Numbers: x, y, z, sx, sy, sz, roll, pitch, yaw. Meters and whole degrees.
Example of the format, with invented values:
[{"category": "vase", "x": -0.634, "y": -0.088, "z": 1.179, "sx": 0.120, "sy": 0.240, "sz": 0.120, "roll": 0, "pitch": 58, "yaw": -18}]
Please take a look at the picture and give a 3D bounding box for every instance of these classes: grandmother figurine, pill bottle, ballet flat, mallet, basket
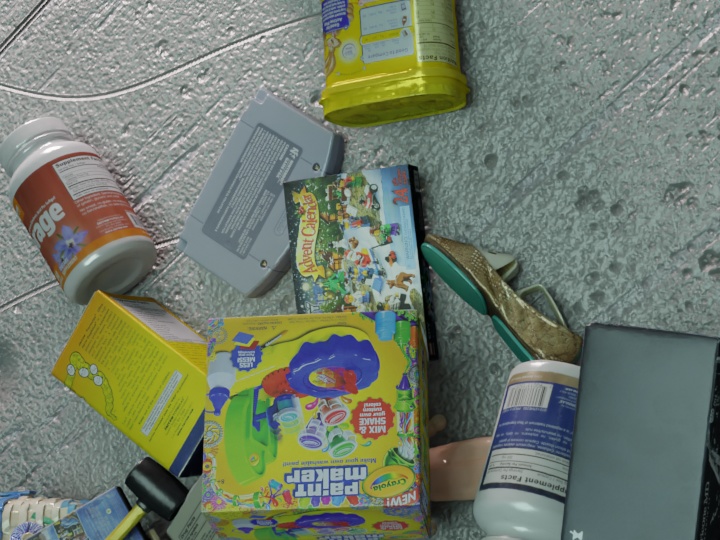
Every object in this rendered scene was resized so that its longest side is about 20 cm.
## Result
[{"category": "grandmother figurine", "x": 0.066, "y": 0.206, "z": 1.626, "sx": 0.200, "sy": 0.061, "sz": 0.121, "roll": -8, "pitch": 54, "yaw": 29}, {"category": "pill bottle", "x": -0.319, "y": -0.069, "z": 1.814, "sx": 0.112, "sy": 0.112, "sz": 0.200, "roll": -42, "pitch": 68, "yaw": 17}, {"category": "ballet flat", "x": 0.143, "y": 0.026, "z": 1.608, "sx": 0.065, "sy": 0.071, "sz": 0.200, "roll": -38, "pitch": 70, "yaw": -11}, {"category": "mallet", "x": -0.264, "y": 0.275, "z": 1.666, "sx": 0.200, "sy": 0.041, "sz": 0.066, "roll": -42, "pitch": 78, "yaw": -6}, {"category": "basket", "x": -0.373, "y": 0.321, "z": 1.786, "sx": 0.200, "sy": 0.139, "sz": 0.176, "roll": -12, "pitch": 79, "yaw": 16}, {"category": "pill bottle", "x": 0.167, "y": 0.193, "z": 1.505, "sx": 0.111, "sy": 0.111, "sz": 0.200, "roll": 5, "pitch": 63, "yaw": 27}]

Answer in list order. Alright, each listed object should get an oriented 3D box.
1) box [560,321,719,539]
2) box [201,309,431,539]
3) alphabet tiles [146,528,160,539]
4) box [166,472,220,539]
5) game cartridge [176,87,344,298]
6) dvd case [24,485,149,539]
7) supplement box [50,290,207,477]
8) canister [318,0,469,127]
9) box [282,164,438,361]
[{"category": "box", "x": 0.271, "y": 0.154, "z": 1.446, "sx": 0.124, "sy": 0.197, "sz": 0.200, "roll": 6, "pitch": 88, "yaw": 27}, {"category": "box", "x": -0.038, "y": 0.150, "z": 1.544, "sx": 0.200, "sy": 0.122, "sz": 0.193, "roll": -3, "pitch": 65, "yaw": 6}, {"category": "alphabet tiles", "x": -0.179, "y": 0.371, "z": 1.699, "sx": 0.200, "sy": 0.008, "sz": 0.167, "roll": 57, "pitch": 148, "yaw": 20}, {"category": "box", "x": -0.076, "y": 0.279, "z": 1.644, "sx": 0.200, "sy": 0.109, "sz": 0.128, "roll": 46, "pitch": 121, "yaw": 23}, {"category": "game cartridge", "x": -0.103, "y": -0.078, "z": 1.750, "sx": 0.133, "sy": 0.040, "sz": 0.200, "roll": 34, "pitch": 100, "yaw": 29}, {"category": "dvd case", "x": -0.302, "y": 0.334, "z": 1.690, "sx": 0.200, "sy": 0.018, "sz": 0.143, "roll": -30, "pitch": 78, "yaw": 1}, {"category": "supplement box", "x": -0.209, "y": 0.121, "z": 1.741, "sx": 0.200, "sy": 0.109, "sz": 0.110, "roll": 35, "pitch": 100, "yaw": 26}, {"category": "canister", "x": 0.029, "y": -0.259, "z": 1.674, "sx": 0.148, "sy": 0.087, "sz": 0.200, "roll": -8, "pitch": 80, "yaw": 26}, {"category": "box", "x": 0.000, "y": 0.000, "z": 1.667, "sx": 0.137, "sy": 0.038, "sz": 0.200, "roll": -7, "pitch": 87, "yaw": 18}]
